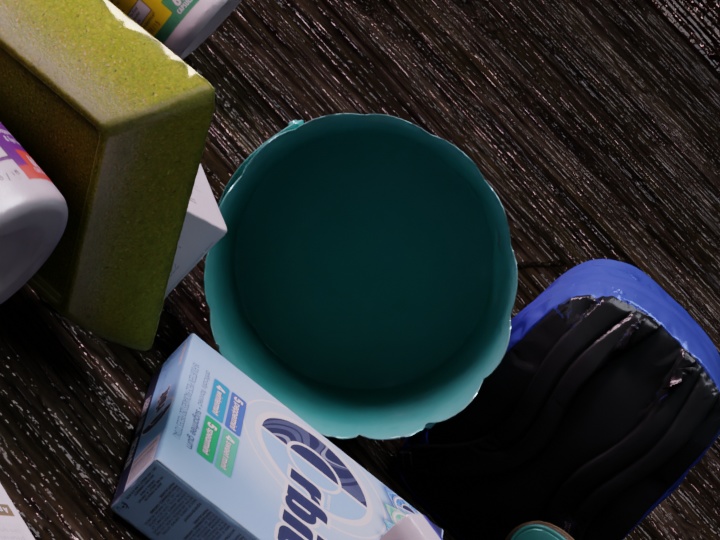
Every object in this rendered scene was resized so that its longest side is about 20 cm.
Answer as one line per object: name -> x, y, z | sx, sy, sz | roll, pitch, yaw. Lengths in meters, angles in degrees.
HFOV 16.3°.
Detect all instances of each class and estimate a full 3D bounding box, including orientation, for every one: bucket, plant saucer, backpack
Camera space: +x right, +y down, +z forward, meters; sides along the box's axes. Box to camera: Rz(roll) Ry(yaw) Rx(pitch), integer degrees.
bucket -> 0.000, 0.000, 1.579 | 0.207, 0.207, 0.135 | 42, 4, -2
plant saucer -> -0.183, -0.073, 1.403 | 0.200, 0.200, 0.048 | 40, 45, 24
backpack -> 0.142, 0.089, 1.682 | 0.162, 0.200, 0.168 | 40, 19, -7

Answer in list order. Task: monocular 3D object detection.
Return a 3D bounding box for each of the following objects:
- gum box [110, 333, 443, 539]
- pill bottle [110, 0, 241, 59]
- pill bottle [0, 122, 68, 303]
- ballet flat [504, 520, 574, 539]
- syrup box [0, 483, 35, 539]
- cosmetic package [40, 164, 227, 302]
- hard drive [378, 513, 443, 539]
gum box -> -0.042, 0.143, 1.442 | 0.200, 0.045, 0.170 | 40, 19, -12
pill bottle -> -0.180, -0.262, 1.921 | 0.200, 0.113, 0.113 | 43, 19, -2
pill bottle -> -0.260, -0.071, 1.361 | 0.200, 0.111, 0.111 | 48, 20, 14
ballet flat -> 0.157, 0.250, 1.597 | 0.200, 0.068, 0.072 | 52, 1, 23
syrup box -> -0.183, 0.152, 1.093 | 0.081, 0.079, 0.200 | 14, 35, -55
cosmetic package -> -0.161, -0.063, 1.557 | 0.071, 0.101, 0.200 | 29, 25, -37
hard drive -> 0.040, 0.241, 1.263 | 0.200, 0.132, 0.025 | 53, 21, 26
